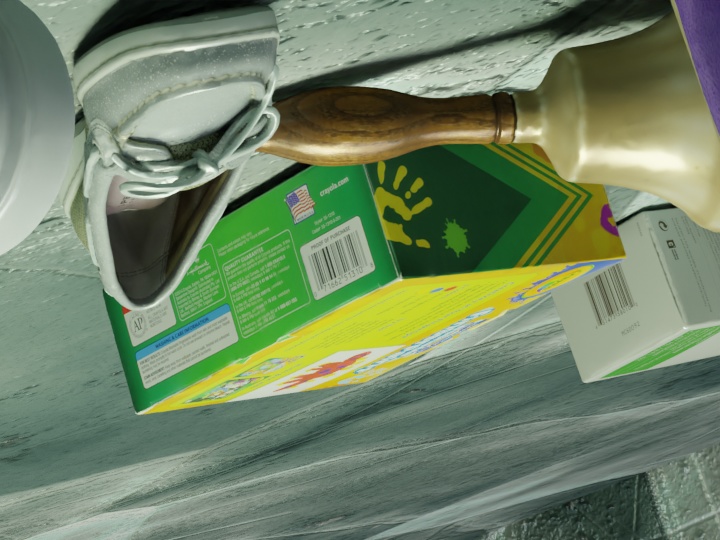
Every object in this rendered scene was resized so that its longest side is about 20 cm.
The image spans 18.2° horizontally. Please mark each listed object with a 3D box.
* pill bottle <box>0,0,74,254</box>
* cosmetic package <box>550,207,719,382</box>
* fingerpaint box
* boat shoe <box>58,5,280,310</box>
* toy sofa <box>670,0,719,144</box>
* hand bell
[{"bbox_3d":[-0.161,-0.044,0.554,0.112,0.112,0.200,-24,168,27],"label":"pill bottle"},{"bbox_3d":[0.234,0.006,1.481,0.200,0.085,0.108,-8,162,-38],"label":"cosmetic package"},{"bbox_3d":[0.000,0.000,1.115,0.167,0.074,0.200,-5,164,-45],"label":"fingerpaint box"},{"bbox_3d":[-0.070,-0.041,0.828,0.074,0.065,0.202,-13,168,-22],"label":"boat shoe"},{"bbox_3d":[0.178,-0.049,0.838,0.083,0.200,0.098,-18,175,2],"label":"toy sofa"},{"bbox_3d":[0.051,-0.061,0.929,0.199,0.104,0.104,-4,167,-9],"label":"hand bell"}]
